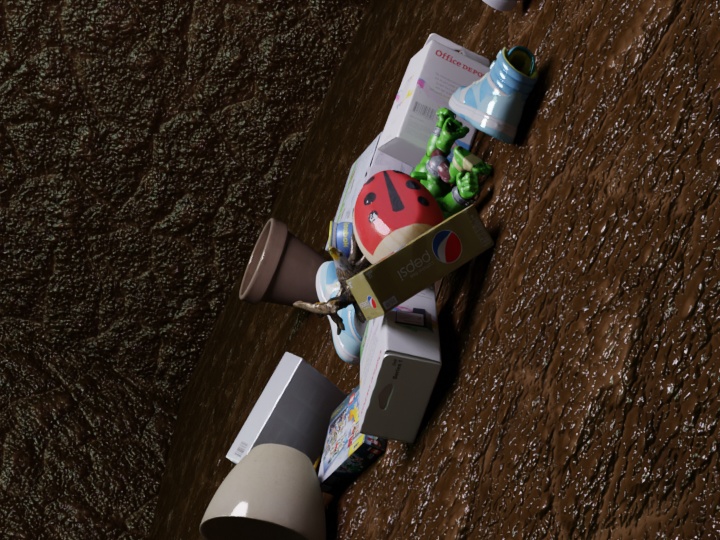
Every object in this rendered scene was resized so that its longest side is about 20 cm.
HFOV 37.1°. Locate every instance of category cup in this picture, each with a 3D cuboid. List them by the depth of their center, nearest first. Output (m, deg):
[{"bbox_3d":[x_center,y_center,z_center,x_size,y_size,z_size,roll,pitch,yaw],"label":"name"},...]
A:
[{"bbox_3d":[-0.138,0.358,1.675,0.201,0.197,0.145,130,157,-53],"label":"cup"}]

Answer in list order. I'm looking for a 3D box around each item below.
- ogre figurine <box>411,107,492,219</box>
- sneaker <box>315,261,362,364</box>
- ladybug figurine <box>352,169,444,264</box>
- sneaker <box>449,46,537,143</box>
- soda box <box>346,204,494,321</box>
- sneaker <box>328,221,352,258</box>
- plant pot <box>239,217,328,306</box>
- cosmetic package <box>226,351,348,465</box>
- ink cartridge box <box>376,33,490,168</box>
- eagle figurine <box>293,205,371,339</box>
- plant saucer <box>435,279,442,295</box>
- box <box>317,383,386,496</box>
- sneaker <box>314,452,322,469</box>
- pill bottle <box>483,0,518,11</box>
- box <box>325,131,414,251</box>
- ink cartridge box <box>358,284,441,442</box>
[{"bbox_3d":[0.129,-0.151,1.652,0.121,0.097,0.201,-58,49,34],"label":"ogre figurine"},{"bbox_3d":[-0.006,0.046,1.868,0.131,0.078,0.203,-49,52,42],"label":"sneaker"},{"bbox_3d":[0.053,-0.079,1.568,0.073,0.133,0.202,77,172,-48],"label":"ladybug figurine"},{"bbox_3d":[0.203,-0.273,1.589,0.132,0.078,0.200,-65,22,14],"label":"sneaker"},{"bbox_3d":[0.082,-0.011,1.457,0.198,0.065,0.068,-31,1,-23],"label":"soda box"},{"bbox_3d":[0.000,-0.031,1.993,0.200,0.081,0.075,53,-147,-66],"label":"sneaker"},{"bbox_3d":[-0.163,0.005,2.448,0.202,0.172,0.201,-60,15,28],"label":"plant pot"},{"bbox_3d":[-0.118,0.263,1.809,0.051,0.151,0.202,15,69,47],"label":"cosmetic package"},{"bbox_3d":[0.132,-0.279,1.807,0.203,0.127,0.125,-69,13,-9],"label":"ink cartridge box"},{"bbox_3d":[-0.002,-0.004,1.741,0.201,0.150,0.152,-53,-19,-21],"label":"eagle figurine"},{"bbox_3d":[0.078,0.033,1.715,0.200,0.036,0.204,-158,89,-78],"label":"plant saucer"},{"bbox_3d":[-0.007,0.252,1.685,0.200,0.037,0.138,128,160,-51],"label":"box"},{"bbox_3d":[-0.085,0.293,1.922,0.077,0.072,0.203,-21,49,44],"label":"sneaker"},{"bbox_3d":[0.261,-0.518,1.713,0.201,0.108,0.110,-57,16,38],"label":"pill bottle"},{"bbox_3d":[0.022,-0.137,2.093,0.176,0.095,0.203,-40,29,63],"label":"box"},{"bbox_3d":[0.053,0.119,1.508,0.201,0.082,0.147,-89,13,-58],"label":"ink cartridge box"}]
